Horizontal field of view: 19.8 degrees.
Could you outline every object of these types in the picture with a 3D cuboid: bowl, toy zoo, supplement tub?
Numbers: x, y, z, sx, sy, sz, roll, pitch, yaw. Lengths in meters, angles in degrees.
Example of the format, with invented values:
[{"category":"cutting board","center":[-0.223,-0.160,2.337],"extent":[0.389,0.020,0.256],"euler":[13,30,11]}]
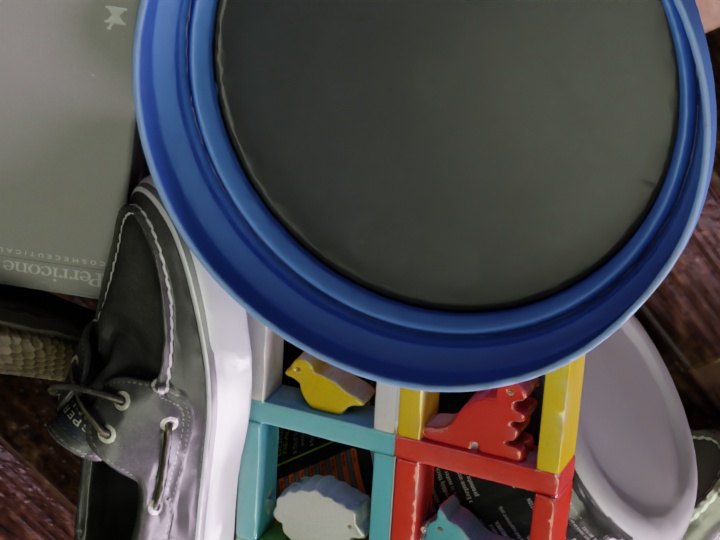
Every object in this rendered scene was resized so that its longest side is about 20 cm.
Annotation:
[{"category":"bowl","center":[0.022,-0.059,0.687],"extent":[0.199,0.039,0.202],"euler":[8,115,19]},{"category":"toy zoo","center":[0.016,0.065,0.775],"extent":[0.130,0.020,0.201],"euler":[13,114,20]},{"category":"supplement tub","center":[0.029,0.091,0.864],"extent":[0.199,0.123,0.123],"euler":[-25,124,32]}]

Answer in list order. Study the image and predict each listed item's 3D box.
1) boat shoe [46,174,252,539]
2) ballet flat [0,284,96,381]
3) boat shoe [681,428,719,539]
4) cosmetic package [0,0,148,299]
[{"category":"boat shoe","center":[-0.088,0.058,0.786],"extent":[0.066,0.070,0.201],"euler":[-16,129,-30]},{"category":"ballet flat","center":[-0.116,0.039,0.845],"extent":[0.199,0.067,0.047],"euler":[16,102,-47]},{"category":"boat shoe","center":[0.094,0.120,0.923],"extent":[0.060,0.072,0.201],"euler":[32,134,-29]},{"category":"cosmetic package","center":[-0.126,-0.091,0.761],"extent":[0.106,0.091,0.201],"euler":[8,130,-2]}]
